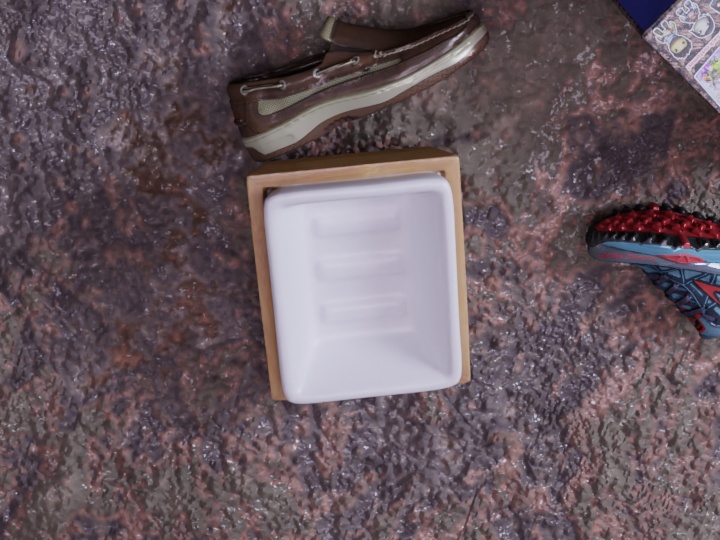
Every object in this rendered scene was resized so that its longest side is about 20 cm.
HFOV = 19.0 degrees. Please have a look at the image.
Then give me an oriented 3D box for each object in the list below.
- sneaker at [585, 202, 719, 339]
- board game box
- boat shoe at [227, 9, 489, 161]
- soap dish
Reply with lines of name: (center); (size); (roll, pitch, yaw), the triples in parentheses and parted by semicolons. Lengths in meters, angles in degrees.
sneaker: (0.267, 0.010, 1.668); (0.199, 0.079, 0.096); (10, 111, -7)
board game box: (0.290, -0.157, 1.567); (0.200, 0.160, 0.097); (42, 102, -17)
boat shoe: (-0.006, -0.154, 1.594); (0.201, 0.075, 0.075); (-26, 104, 5)
soap dish: (0.000, 0.000, 1.628); (0.156, 0.081, 0.201); (-6, 122, -2)
